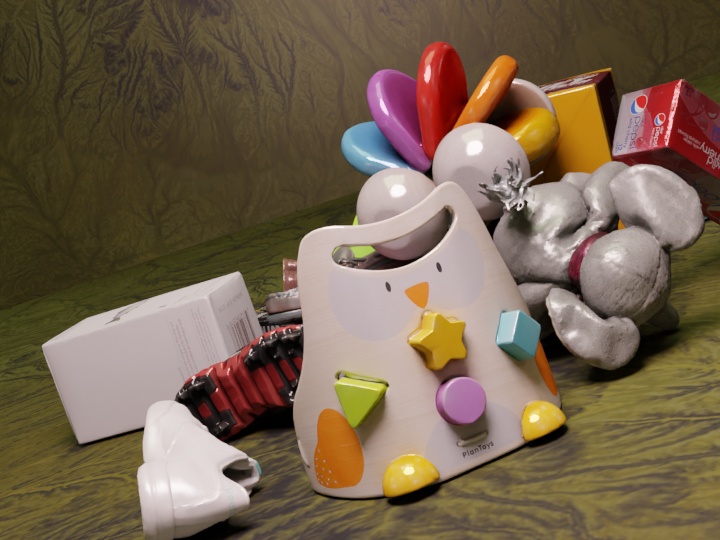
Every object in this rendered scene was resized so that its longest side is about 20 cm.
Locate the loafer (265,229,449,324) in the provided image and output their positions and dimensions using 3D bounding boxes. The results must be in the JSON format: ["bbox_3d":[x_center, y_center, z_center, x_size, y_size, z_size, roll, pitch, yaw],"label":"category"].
[{"bbox_3d":[0.000,0.000,1.001,0.198,0.064,0.072,-14,0,-23],"label":"loafer"}]

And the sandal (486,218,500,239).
[{"bbox_3d":[0.124,-0.031,0.968,0.199,0.048,0.075,-17,-12,-22],"label":"sandal"}]

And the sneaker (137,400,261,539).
[{"bbox_3d":[-0.120,0.151,0.823,0.088,0.076,0.200,-7,13,-8],"label":"sneaker"}]

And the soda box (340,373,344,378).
[{"bbox_3d":[0.033,0.075,0.906,0.063,0.071,0.200,-14,9,21],"label":"soda box"}]

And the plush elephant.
[{"bbox_3d":[0.190,-0.004,0.851,0.165,0.155,0.200,-52,-36,3],"label":"plush elephant"}]

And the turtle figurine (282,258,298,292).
[{"bbox_3d":[-0.003,0.014,1.159,0.159,0.065,0.201,-1,30,-3],"label":"turtle figurine"}]

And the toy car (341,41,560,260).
[{"bbox_3d":[0.067,-0.117,0.947,0.199,0.151,0.175,-27,15,31],"label":"toy car"}]

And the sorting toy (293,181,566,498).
[{"bbox_3d":[0.040,0.041,0.740,0.198,0.182,0.107,-21,9,-14],"label":"sorting toy"}]

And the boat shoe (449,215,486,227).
[{"bbox_3d":[0.108,-0.052,1.146,0.069,0.203,0.071,12,20,25],"label":"boat shoe"}]

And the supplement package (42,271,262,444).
[{"bbox_3d":[-0.215,0.093,1.163,0.198,0.118,0.117,-17,10,15],"label":"supplement package"}]

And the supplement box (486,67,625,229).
[{"bbox_3d":[0.210,-0.090,1.120,0.132,0.199,0.200,-12,10,21],"label":"supplement box"}]

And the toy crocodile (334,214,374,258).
[{"bbox_3d":[0.004,0.020,1.077,0.067,0.062,0.201,2,52,-3],"label":"toy crocodile"}]

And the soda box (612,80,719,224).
[{"bbox_3d":[0.318,-0.093,0.962,0.199,0.064,0.070,24,-15,-29],"label":"soda box"}]

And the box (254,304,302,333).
[{"bbox_3d":[-0.047,0.053,1.286,0.159,0.050,0.199,-22,9,-36],"label":"box"}]

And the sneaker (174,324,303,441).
[{"bbox_3d":[-0.075,0.090,0.972,0.199,0.071,0.098,-28,0,31],"label":"sneaker"}]
